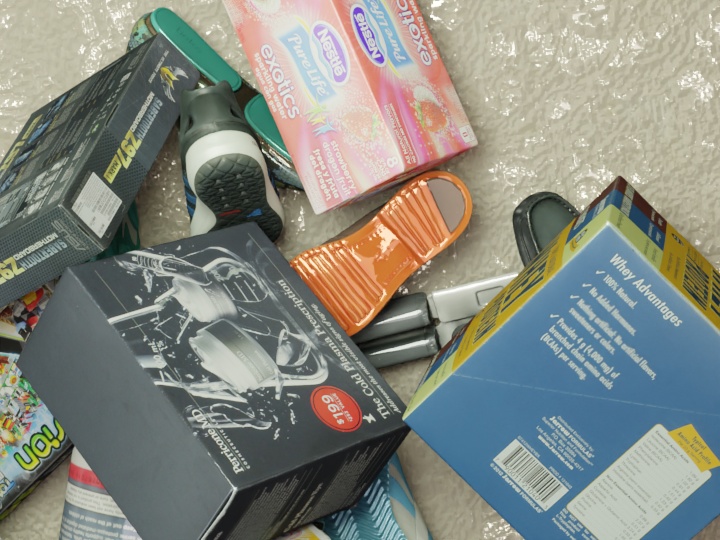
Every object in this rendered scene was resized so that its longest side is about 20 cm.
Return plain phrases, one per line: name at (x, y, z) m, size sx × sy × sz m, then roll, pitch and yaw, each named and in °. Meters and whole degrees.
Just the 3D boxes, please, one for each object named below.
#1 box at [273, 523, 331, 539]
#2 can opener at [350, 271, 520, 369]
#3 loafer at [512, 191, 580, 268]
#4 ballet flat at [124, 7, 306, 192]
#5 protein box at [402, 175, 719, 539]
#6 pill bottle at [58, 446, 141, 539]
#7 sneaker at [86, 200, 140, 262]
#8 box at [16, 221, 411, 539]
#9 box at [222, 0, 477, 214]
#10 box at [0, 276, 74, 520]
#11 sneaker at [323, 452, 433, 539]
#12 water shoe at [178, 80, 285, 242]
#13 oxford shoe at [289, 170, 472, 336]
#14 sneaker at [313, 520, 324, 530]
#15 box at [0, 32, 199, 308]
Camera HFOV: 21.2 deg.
box at (-0.104, 0.253, 1.314) m, size 0.199 × 0.112 × 0.102 m, roll -15°, pitch 98°, yaw -12°
can opener at (0.041, 0.047, 1.446) m, size 0.199 × 0.067 × 0.053 m, roll -12°, pitch 117°, yaw 10°
loafer at (0.186, 0.025, 1.424) m, size 0.068 × 0.070 × 0.201 m, roll -34°, pitch 90°, yaw -16°
ballet flat at (-0.100, -0.114, 1.459) m, size 0.200 × 0.074 × 0.074 m, roll 43°, pitch 96°, yaw 4°
protein box at (0.175, 0.084, 1.330) m, size 0.199 × 0.135 × 0.200 m, roll 44°, pitch 109°, yaw -3°
pill bottle at (-0.168, 0.232, 1.416) m, size 0.119 × 0.120 × 0.201 m, roll 9°, pitch 90°, yaw 5°
sneaker at (-0.173, 0.029, 1.452) m, size 0.079 × 0.077 × 0.201 m, roll 2°, pitch 104°, yaw 36°
box at (-0.099, 0.084, 1.321) m, size 0.200 × 0.182 × 0.104 m, roll 49°, pitch 129°, yaw 21°
box at (-0.013, -0.156, 1.404) m, size 0.094 × 0.102 × 0.201 m, roll -25°, pitch 88°, yaw 40°
box at (-0.255, 0.097, 1.451) m, size 0.110 × 0.035 × 0.200 m, roll 49°, pitch 119°, yaw 5°
sneaker at (0.010, 0.187, 1.455) m, size 0.076 × 0.081 × 0.201 m, roll -22°, pitch 71°, yaw 8°
water shoe at (-0.095, -0.072, 1.401) m, size 0.071 × 0.200 × 0.079 m, roll -11°, pitch 70°, yaw -8°
oxford shoe at (0.000, 0.000, 1.442) m, size 0.200 × 0.073 × 0.071 m, roll -34°, pitch 91°, yaw 2°
sneaker at (-0.054, 0.231, 1.431) m, size 0.077 × 0.086 × 0.201 m, roll -9°, pitch 97°, yaw -20°
box at (-0.211, -0.066, 1.374) m, size 0.157 × 0.200 × 0.051 m, roll -25°, pitch 119°, yaw 37°
